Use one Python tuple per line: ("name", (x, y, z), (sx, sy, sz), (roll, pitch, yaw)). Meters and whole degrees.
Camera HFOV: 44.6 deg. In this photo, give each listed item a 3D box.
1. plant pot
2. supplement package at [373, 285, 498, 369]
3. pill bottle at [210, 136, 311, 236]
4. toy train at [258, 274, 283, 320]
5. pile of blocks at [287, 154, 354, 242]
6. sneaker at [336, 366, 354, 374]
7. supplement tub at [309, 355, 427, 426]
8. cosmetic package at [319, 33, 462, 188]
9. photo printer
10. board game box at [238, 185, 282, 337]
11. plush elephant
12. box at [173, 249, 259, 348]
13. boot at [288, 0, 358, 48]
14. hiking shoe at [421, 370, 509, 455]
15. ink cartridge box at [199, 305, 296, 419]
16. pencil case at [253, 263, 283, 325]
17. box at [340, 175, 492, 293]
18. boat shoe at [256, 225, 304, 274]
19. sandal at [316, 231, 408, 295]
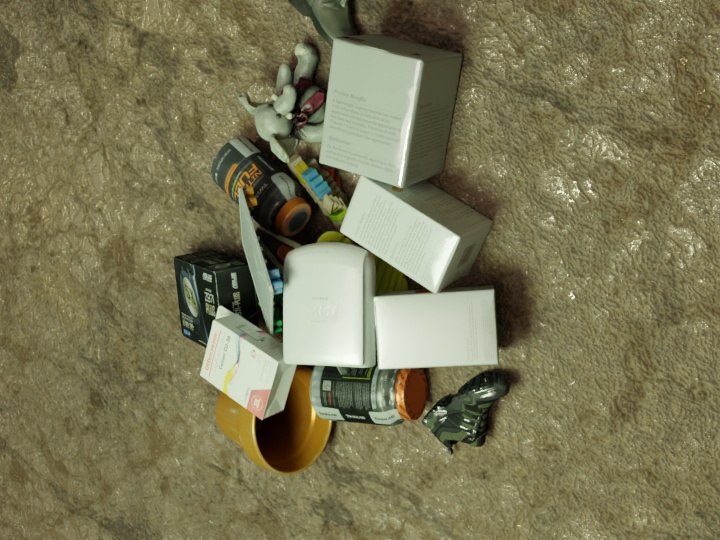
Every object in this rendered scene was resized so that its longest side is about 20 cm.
("plant pot", (-0.184, 0.280, 1.715), (0.181, 0.198, 0.205), (1, 104, 46))
("supplement package", (0.128, 0.092, 1.454), (0.195, 0.121, 0.123), (-4, 92, 9))
("pill bottle", (-0.178, -0.149, 1.617), (0.199, 0.105, 0.108), (41, 121, 25))
("toy train", (-0.108, 0.012, 1.624), (0.200, 0.042, 0.056), (-45, 69, 0))
("pile of blocks", (-0.049, -0.142, 1.576), (0.201, 0.062, 0.082), (51, 164, 7))
("sneaker", (-0.037, 0.078, 1.546), (0.078, 0.075, 0.204), (-21, 80, -2))
("supplement tub", (0.015, 0.217, 1.603), (0.196, 0.122, 0.126), (0, 103, 32))
("cosmetic package", (0.049, -0.264, 1.426), (0.162, 0.164, 0.205), (20, 113, 24))
("photo printer", (-0.051, 0.055, 1.462), (0.163, 0.069, 0.206), (1, 90, 24))
("board game box", (-0.173, -0.014, 1.530), (0.201, 0.025, 0.204), (101, 152, -63))
("plush elephant", (-0.121, -0.280, 1.531), (0.165, 0.154, 0.201), (47, 121, 12))
("box", (-0.283, 0.060, 1.722), (0.198, 0.085, 0.168), (16, 114, 54))
("boot", (-0.030, -0.459, 1.485), (0.200, 0.067, 0.131), (46, 116, 11))
("hiking shoe", (0.201, 0.251, 1.537), (0.101, 0.076, 0.199), (51, 132, -1))
("ink cartridge box", (-0.214, 0.159, 1.565), (0.198, 0.067, 0.119), (29, 112, 28))
("pencil case", (-0.127, 0.076, 1.679), (0.201, 0.078, 0.087), (51, 123, 10))
("box", (0.094, -0.073, 1.458), (0.198, 0.151, 0.108), (33, 116, 20))
("boat shoe", (-0.154, -0.035, 1.623), (0.199, 0.070, 0.064), (26, 94, 59))
("sandal", (0.000, 0.000, 1.568), (0.198, 0.080, 0.087), (37, 166, -11))
